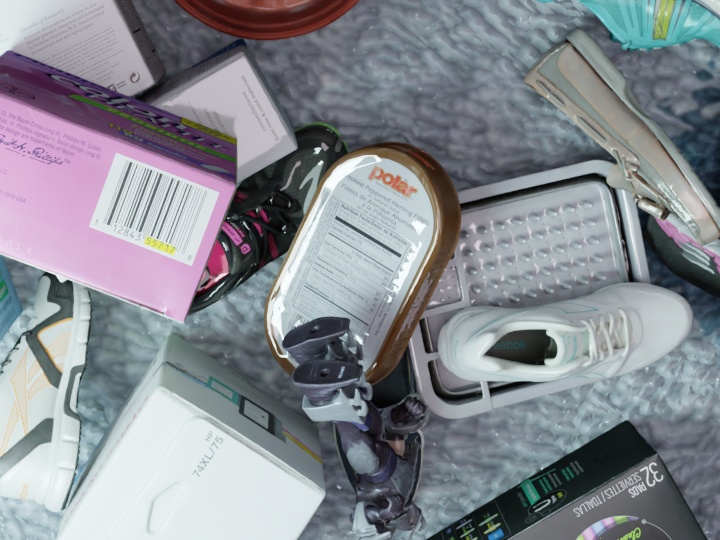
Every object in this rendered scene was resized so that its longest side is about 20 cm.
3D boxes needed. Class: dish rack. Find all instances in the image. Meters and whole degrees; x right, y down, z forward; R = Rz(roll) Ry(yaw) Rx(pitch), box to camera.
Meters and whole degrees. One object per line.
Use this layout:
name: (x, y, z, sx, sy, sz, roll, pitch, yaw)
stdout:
dish rack: (0.124, 0.012, 1.561, 0.199, 0.044, 0.173, -13, 98, -11)

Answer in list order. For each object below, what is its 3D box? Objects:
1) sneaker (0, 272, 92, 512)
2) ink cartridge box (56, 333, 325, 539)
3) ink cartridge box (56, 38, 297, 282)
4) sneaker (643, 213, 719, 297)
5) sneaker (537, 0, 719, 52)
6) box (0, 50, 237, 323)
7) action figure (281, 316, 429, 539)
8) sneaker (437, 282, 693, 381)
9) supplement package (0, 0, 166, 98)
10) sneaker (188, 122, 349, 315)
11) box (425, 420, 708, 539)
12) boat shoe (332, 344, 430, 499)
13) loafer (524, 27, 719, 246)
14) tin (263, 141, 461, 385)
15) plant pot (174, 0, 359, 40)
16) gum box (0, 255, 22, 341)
sneaker: (-0.246, 0.081, 1.504, 0.080, 0.201, 0.074, 9, 143, -12)
ink cartridge box: (-0.125, 0.161, 1.504, 0.146, 0.200, 0.147, 33, 96, -7)
ink cartridge box: (-0.153, -0.085, 1.492, 0.199, 0.146, 0.086, -31, 101, 3)
sneaker: (0.317, -0.017, 1.573, 0.199, 0.080, 0.087, 29, 73, -5)
sneaker: (0.226, -0.202, 1.540, 0.199, 0.078, 0.080, 25, 111, 1)
box: (-0.176, -0.060, 1.318, 0.175, 0.200, 0.097, 21, 99, -7)
action figure: (0.008, 0.129, 1.464, 0.069, 0.130, 0.200, -14, 129, 17)
sneaker: (0.163, 0.054, 1.513, 0.199, 0.080, 0.071, -9, 97, -14)
supplement package: (-0.254, -0.198, 1.468, 0.151, 0.151, 0.201, -25, 99, 2)
sneaker: (-0.083, -0.030, 1.536, 0.200, 0.084, 0.077, -44, 99, 4)
box: (0.169, 0.238, 1.569, 0.199, 0.124, 0.149, -31, 98, 1)
boat shoe: (0.016, 0.100, 1.571, 0.074, 0.062, 0.201, -1, 99, -4)
loafer: (0.200, -0.091, 1.524, 0.063, 0.072, 0.200, -35, 70, 4)
tin: (0.000, 0.000, 1.507, 0.112, 0.042, 0.201, 30, 107, 14)
plant pot: (-0.068, -0.263, 1.445, 0.200, 0.195, 0.202, 0, 98, -2)
gum box: (-0.312, -0.041, 1.480, 0.044, 0.170, 0.201, -18, 100, 1)
